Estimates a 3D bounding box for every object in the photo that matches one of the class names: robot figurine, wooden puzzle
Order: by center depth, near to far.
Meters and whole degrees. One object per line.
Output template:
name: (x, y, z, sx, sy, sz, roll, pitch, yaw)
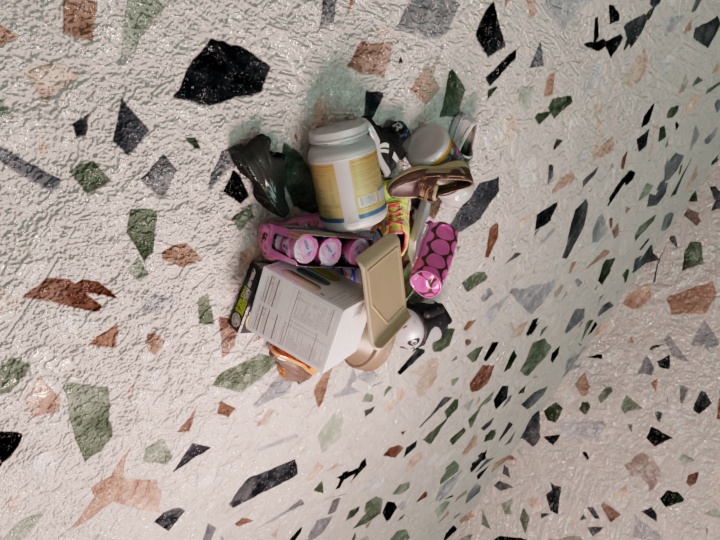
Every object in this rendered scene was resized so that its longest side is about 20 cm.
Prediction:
wooden puzzle: (0.046, 0.041, 1.432, 0.185, 0.037, 0.202, -38, 121, -57)
robot figurine: (0.172, 0.156, 1.963, 0.199, 0.124, 0.152, -14, 116, -41)

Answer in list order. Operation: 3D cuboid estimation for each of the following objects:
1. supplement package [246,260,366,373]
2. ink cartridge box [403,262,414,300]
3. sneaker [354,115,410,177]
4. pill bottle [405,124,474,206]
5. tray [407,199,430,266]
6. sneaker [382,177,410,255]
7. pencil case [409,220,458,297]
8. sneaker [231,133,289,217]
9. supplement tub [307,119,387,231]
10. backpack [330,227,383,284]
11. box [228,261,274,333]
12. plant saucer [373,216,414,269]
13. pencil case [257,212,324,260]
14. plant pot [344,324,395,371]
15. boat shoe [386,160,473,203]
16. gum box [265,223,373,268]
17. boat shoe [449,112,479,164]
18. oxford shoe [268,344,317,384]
supplement package: (-0.103, 0.084, 1.436, 0.152, 0.199, 0.152, -24, 137, -61)
ink cartridge box: (0.102, 0.061, 1.778, 0.146, 0.048, 0.200, -57, 176, 21)
sneaker: (0.052, -0.303, 1.504, 0.112, 0.073, 0.200, -50, 154, -9)
pill bottle: (0.196, -0.248, 1.649, 0.117, 0.116, 0.200, -50, 137, -3)
tray: (0.149, -0.118, 1.719, 0.108, 0.022, 0.201, 92, 14, -55)
sneaker: (0.085, -0.121, 1.628, 0.077, 0.090, 0.202, -7, 112, 7)
pencil case: (0.178, -0.032, 1.690, 0.094, 0.090, 0.201, 44, 43, -24)
sneaker: (-0.175, -0.183, 1.353, 0.091, 0.076, 0.200, -48, 147, -18)
supplement tub: (-0.029, -0.195, 1.403, 0.144, 0.144, 0.202, -25, 114, -33)
backpack: (0.000, 0.000, 1.576, 0.153, 0.201, 0.191, -10, 146, -27)
box: (-0.188, 0.062, 1.560, 0.199, 0.044, 0.161, 4, 115, -49)
plant saucer: (0.080, -0.052, 1.766, 0.199, 0.037, 0.201, -28, 138, -29)
pencil case: (-0.125, -0.082, 1.481, 0.199, 0.083, 0.087, -20, 95, -36)
plant pot: (-0.034, 0.140, 1.695, 0.174, 0.200, 0.201, 15, 109, -34)
boat shoe: (0.159, -0.193, 1.554, 0.198, 0.072, 0.072, -11, 142, -1)
gum box: (-0.086, -0.049, 1.393, 0.199, 0.113, 0.067, 2, 101, -41)
boat shoe: (0.252, -0.294, 1.730, 0.073, 0.065, 0.201, -23, 135, -34)
oxford shoe: (-0.177, 0.241, 1.702, 0.073, 0.071, 0.200, -46, 144, 0)
